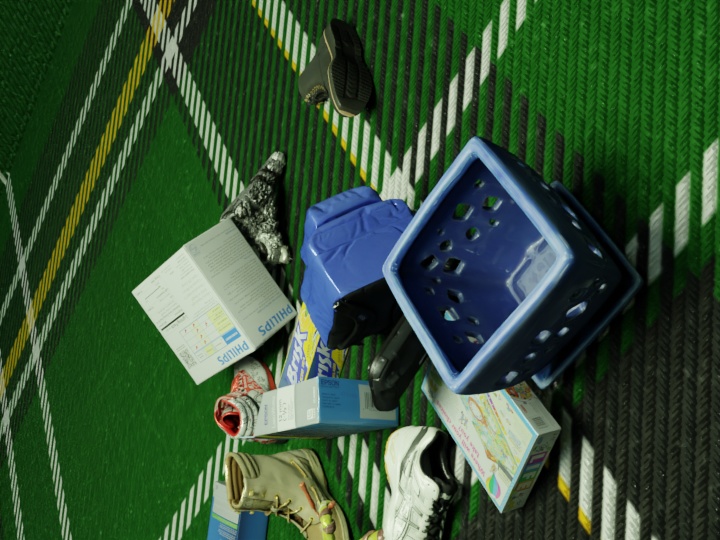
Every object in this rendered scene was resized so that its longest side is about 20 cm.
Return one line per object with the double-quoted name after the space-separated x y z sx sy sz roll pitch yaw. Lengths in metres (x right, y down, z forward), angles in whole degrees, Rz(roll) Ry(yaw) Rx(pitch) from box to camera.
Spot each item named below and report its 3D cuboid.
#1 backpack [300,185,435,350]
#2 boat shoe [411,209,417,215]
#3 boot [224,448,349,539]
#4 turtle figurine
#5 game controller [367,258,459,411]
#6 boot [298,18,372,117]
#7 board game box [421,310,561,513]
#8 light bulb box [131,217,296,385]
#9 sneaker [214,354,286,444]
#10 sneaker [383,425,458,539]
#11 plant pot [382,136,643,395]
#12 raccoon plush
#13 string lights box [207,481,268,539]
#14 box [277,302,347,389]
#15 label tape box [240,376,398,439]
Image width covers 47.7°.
0.000 0.000 1.089 0.201 0.161 0.169 99 148 -59 "backpack"
0.016 -0.048 1.187 0.199 0.061 0.074 -12 72 50 "boat shoe"
-0.108 0.345 1.176 0.073 0.154 0.201 -51 47 30 "boot"
-0.013 0.370 1.075 0.160 0.064 0.202 -21 81 29 "turtle figurine"
0.069 0.079 1.001 0.042 0.201 0.105 26 148 18 "game controller"
-0.050 -0.292 1.331 0.138 0.077 0.202 -46 36 41 "boot"
0.145 0.160 0.960 0.201 0.034 0.136 57 144 42 "board game box"
-0.248 0.055 1.379 0.198 0.125 0.201 -31 95 43 "light bulb box"
-0.199 0.207 1.363 0.068 0.107 0.202 -60 41 22 "sneaker"
0.080 0.293 1.015 0.087 0.075 0.203 -21 68 43 "sneaker"
0.170 0.005 0.881 0.201 0.178 0.201 -54 44 27 "plant pot"
-0.149 -0.098 1.423 0.201 0.134 0.097 -53 17 -17 "raccoon plush"
-0.210 0.463 1.357 0.102 0.058 0.203 1 83 52 "string lights box"
-0.062 0.110 1.247 0.070 0.064 0.202 28 105 51 "box"
-0.062 0.201 1.161 0.199 0.142 0.067 -20 66 48 "label tape box"
